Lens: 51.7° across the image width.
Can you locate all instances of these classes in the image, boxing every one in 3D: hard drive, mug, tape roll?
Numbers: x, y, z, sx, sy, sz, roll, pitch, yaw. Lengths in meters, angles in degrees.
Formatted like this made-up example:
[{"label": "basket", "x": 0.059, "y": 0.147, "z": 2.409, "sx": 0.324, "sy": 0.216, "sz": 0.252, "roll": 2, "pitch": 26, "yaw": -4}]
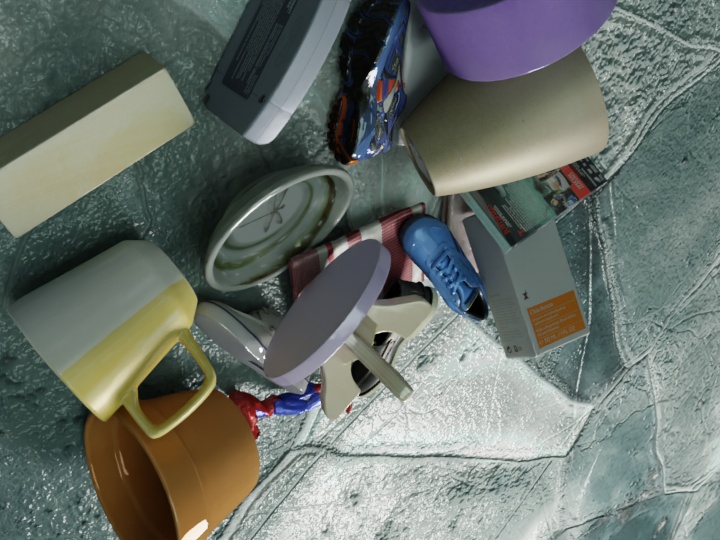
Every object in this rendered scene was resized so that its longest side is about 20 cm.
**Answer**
[{"label": "hard drive", "x": 0.103, "y": -0.261, "z": 0.911, "sx": 0.131, "sy": 0.025, "sz": 0.202, "roll": -12, "pitch": 121, "yaw": -28}, {"label": "mug", "x": -0.246, "y": 0.062, "z": 0.782, "sx": 0.153, "sy": 0.149, "sz": 0.188, "roll": -41, "pitch": 118, "yaw": -19}, {"label": "tape roll", "x": 0.162, "y": -0.297, "z": 0.783, "sx": 0.200, "sy": 0.200, "sz": 0.085, "roll": -41, "pitch": 130, "yaw": -8}]

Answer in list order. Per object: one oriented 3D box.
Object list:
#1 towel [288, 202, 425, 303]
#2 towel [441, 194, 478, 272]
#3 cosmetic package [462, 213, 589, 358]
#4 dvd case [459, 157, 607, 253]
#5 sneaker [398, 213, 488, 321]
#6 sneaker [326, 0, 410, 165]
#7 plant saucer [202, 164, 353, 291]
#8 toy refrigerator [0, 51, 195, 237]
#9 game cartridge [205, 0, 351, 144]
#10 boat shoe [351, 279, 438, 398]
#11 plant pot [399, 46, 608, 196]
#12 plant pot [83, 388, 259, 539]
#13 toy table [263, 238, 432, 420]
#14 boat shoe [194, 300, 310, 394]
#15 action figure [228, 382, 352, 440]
[{"label": "towel", "x": 0.000, "y": 0.000, "z": 0.971, "sx": 0.198, "sy": 0.023, "sz": 0.145, "roll": -25, "pitch": 138, "yaw": -21}, {"label": "towel", "x": 0.199, "y": -0.092, "z": 1.063, "sx": 0.198, "sy": 0.032, "sz": 0.193, "roll": -15, "pitch": 123, "yaw": -24}, {"label": "cosmetic package", "x": 0.223, "y": 0.007, "z": 1.003, "sx": 0.100, "sy": 0.071, "sz": 0.202, "roll": -19, "pitch": 90, "yaw": -25}, {"label": "dvd case", "x": 0.217, "y": -0.128, "z": 0.980, "sx": 0.199, "sy": 0.147, "sz": 0.022, "roll": -32, "pitch": 169, "yaw": -28}, {"label": "sneaker", "x": 0.121, "y": 0.000, "z": 0.992, "sx": 0.066, "sy": 0.079, "sz": 0.200, "roll": -40, "pitch": 133, "yaw": 2}, {"label": "sneaker", "x": 0.019, "y": -0.220, "z": 0.857, "sx": 0.078, "sy": 0.075, "sz": 0.202, "roll": -9, "pitch": 128, "yaw": -40}, {"label": "plant saucer", "x": -0.100, "y": -0.058, "z": 0.840, "sx": 0.199, "sy": 0.050, "sz": 0.201, "roll": -35, "pitch": 162, "yaw": -13}, {"label": "toy refrigerator", "x": -0.264, "y": -0.121, "z": 0.710, "sx": 0.199, "sy": 0.076, "sz": 0.070, "roll": -36, "pitch": 130, "yaw": -13}, {"label": "game cartridge", "x": -0.079, "y": -0.230, "z": 0.737, "sx": 0.041, "sy": 0.133, "sz": 0.202, "roll": 22, "pitch": 102, "yaw": -38}, {"label": "boat shoe", "x": 0.028, "y": 0.092, "z": 1.016, "sx": 0.062, "sy": 0.074, "sz": 0.202, "roll": 18, "pitch": 123, "yaw": -24}, {"label": "plant pot", "x": 0.153, "y": -0.175, "z": 0.875, "sx": 0.198, "sy": 0.188, "sz": 0.188, "roll": -29, "pitch": 129, "yaw": 1}, {"label": "plant pot", "x": -0.212, "y": 0.228, "z": 0.874, "sx": 0.139, "sy": 0.199, "sz": 0.203, "roll": -22, "pitch": 127, "yaw": -41}, {"label": "toy table", "x": -0.009, "y": 0.076, "z": 0.884, "sx": 0.200, "sy": 0.184, "sz": 0.117, "roll": -43, "pitch": 118, "yaw": 12}, {"label": "boat shoe", "x": -0.124, "y": 0.081, "z": 0.930, "sx": 0.200, "sy": 0.070, "sz": 0.070, "roll": 43, "pitch": 61, "yaw": -37}, {"label": "action figure", "x": -0.110, "y": 0.205, "z": 0.995, "sx": 0.198, "sy": 0.065, "sz": 0.100, "roll": 2, "pitch": 101, "yaw": -35}]
